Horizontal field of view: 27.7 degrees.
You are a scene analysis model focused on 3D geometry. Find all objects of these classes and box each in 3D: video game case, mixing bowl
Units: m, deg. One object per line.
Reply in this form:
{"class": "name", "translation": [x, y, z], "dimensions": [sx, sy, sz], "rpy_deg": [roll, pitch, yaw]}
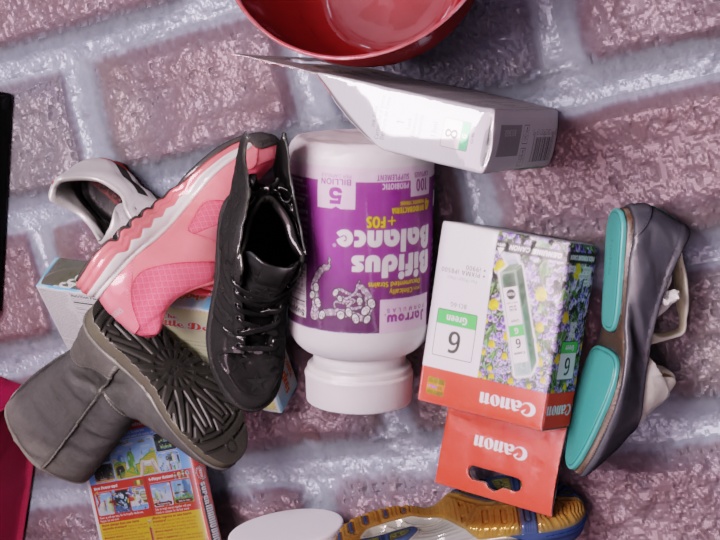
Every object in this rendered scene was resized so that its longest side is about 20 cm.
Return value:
{"class": "video game case", "translation": [-0.175, 0.216, 1.246], "dimensions": [0.142, 0.017, 0.203], "rpy_deg": [-15, 88, 40]}
{"class": "mixing bowl", "translation": [0.010, -0.223, 1.032], "dimensions": [0.197, 0.108, 0.203], "rpy_deg": [-4, 74, 13]}

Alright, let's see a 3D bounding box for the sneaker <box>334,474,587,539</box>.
{"class": "sneaker", "translation": [0.081, 0.219, 1.123], "dimensions": [0.197, 0.075, 0.089], "rpy_deg": [-13, 110, 11]}

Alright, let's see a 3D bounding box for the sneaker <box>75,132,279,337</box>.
{"class": "sneaker", "translation": [-0.125, -0.025, 1.130], "dimensions": [0.087, 0.200, 0.074], "rpy_deg": [49, 157, -4]}

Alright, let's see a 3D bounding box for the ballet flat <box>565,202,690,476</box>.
{"class": "ballet flat", "translation": [0.197, 0.054, 1.043], "dimensions": [0.072, 0.073, 0.203], "rpy_deg": [13, 100, 22]}

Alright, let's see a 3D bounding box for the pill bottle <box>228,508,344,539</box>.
{"class": "pill bottle", "translation": [-0.044, 0.304, 1.179], "dimensions": [0.112, 0.114, 0.203], "rpy_deg": [-4, 99, 25]}

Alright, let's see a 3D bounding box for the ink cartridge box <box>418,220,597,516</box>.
{"class": "ink cartridge box", "translation": [0.102, 0.071, 1.072], "dimensions": [0.108, 0.050, 0.203], "rpy_deg": [11, 94, 33]}

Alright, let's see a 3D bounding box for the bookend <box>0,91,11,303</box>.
{"class": "bookend", "translation": [-0.417, -0.070, 1.287], "dimensions": [0.198, 0.092, 0.202], "rpy_deg": [14, 106, 23]}

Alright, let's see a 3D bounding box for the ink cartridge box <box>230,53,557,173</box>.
{"class": "ink cartridge box", "translation": [0.026, -0.113, 1.035], "dimensions": [0.197, 0.161, 0.051], "rpy_deg": [13, 101, 22]}

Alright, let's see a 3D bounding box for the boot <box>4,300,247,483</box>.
{"class": "boot", "translation": [-0.198, 0.128, 1.193], "dimensions": [0.182, 0.072, 0.200], "rpy_deg": [48, 129, 7]}

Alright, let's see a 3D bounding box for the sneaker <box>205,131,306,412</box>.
{"class": "sneaker", "translation": [-0.075, 0.004, 1.055], "dimensions": [0.059, 0.104, 0.203], "rpy_deg": [0, 90, -16]}

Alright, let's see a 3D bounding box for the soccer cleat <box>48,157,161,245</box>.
{"class": "soccer cleat", "translation": [-0.165, -0.026, 1.183], "dimensions": [0.199, 0.085, 0.069], "rpy_deg": [35, 113, 15]}

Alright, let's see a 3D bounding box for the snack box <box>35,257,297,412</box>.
{"class": "snack box", "translation": [-0.158, 0.052, 1.193], "dimensions": [0.197, 0.037, 0.117], "rpy_deg": [7, 137, 23]}

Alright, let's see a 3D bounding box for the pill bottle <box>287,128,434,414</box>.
{"class": "pill bottle", "translation": [0.000, 0.000, 1.097], "dimensions": [0.111, 0.112, 0.203], "rpy_deg": [5, 103, 24]}

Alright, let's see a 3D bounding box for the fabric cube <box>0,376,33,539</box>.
{"class": "fabric cube", "translation": [-0.427, 0.187, 1.285], "dimensions": [0.197, 0.200, 0.199], "rpy_deg": [20, 107, 21]}
